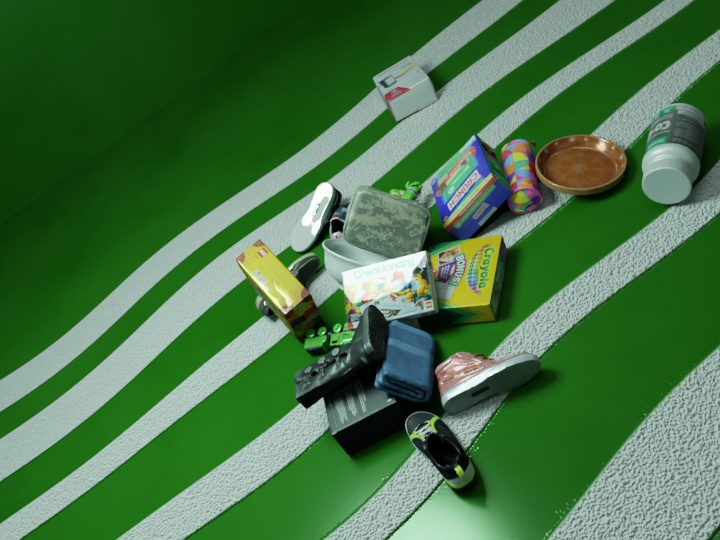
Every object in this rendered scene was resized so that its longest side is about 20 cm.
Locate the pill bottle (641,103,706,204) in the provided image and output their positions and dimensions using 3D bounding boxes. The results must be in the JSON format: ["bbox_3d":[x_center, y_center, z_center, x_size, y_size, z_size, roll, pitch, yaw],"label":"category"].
[{"bbox_3d":[0.643,-0.240,1.521,0.111,0.114,0.202,-2,46,34],"label":"pill bottle"}]

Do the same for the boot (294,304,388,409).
[{"bbox_3d":[-0.040,0.168,1.464,0.199,0.066,0.165,-39,15,21],"label":"boot"}]

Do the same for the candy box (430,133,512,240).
[{"bbox_3d":[0.255,-0.194,1.730,0.169,0.076,0.202,-47,30,26],"label":"candy box"}]

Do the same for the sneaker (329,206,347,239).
[{"bbox_3d":[-0.049,-0.121,1.912,0.069,0.083,0.202,-26,37,9],"label":"sneaker"}]

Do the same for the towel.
[{"bbox_3d":[0.091,0.177,1.441,0.110,0.049,0.201,21,27,-2],"label":"towel"}]

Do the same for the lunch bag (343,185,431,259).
[{"bbox_3d":[0.062,-0.110,1.705,0.196,0.142,0.168,16,11,-2],"label":"lunch bag"}]

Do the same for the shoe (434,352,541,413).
[{"bbox_3d":[0.231,0.182,1.374,0.198,0.072,0.092,-28,42,13],"label":"shoe"}]

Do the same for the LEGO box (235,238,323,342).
[{"bbox_3d":[-0.185,0.047,1.707,0.077,0.150,0.200,-39,63,-12],"label":"LEGO box"}]

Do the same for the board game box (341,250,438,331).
[{"bbox_3d":[0.060,0.045,1.549,0.197,0.035,0.129,-15,71,21],"label":"board game box"}]

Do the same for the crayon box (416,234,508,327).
[{"bbox_3d":[0.216,0.021,1.579,0.170,0.059,0.202,-9,43,28],"label":"crayon box"}]

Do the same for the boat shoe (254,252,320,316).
[{"bbox_3d":[-0.170,0.041,1.833,0.200,0.072,0.066,-41,48,-11],"label":"boat shoe"}]

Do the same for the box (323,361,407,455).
[{"bbox_3d":[0.000,0.242,1.469,0.140,0.079,0.201,-29,36,7],"label":"box"}]

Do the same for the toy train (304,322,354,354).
[{"bbox_3d":[-0.038,0.148,1.638,0.197,0.042,0.057,-12,50,25],"label":"toy train"}]

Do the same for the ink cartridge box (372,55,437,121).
[{"bbox_3d":[0.135,-0.561,2.278,0.146,0.086,0.201,-29,38,4],"label":"ink cartridge box"}]

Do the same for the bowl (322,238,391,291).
[{"bbox_3d":[0.000,0.000,1.701,0.197,0.092,0.201,12,16,-3],"label":"bowl"}]

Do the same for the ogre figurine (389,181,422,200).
[{"bbox_3d":[0.057,-0.154,1.865,0.196,0.100,0.121,-1,33,19],"label":"ogre figurine"}]

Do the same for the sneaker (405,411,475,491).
[{"bbox_3d":[0.137,0.299,1.300,0.071,0.083,0.200,-37,37,-9],"label":"sneaker"}]

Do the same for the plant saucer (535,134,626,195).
[{"bbox_3d":[0.493,-0.234,1.659,0.196,0.033,0.202,-7,43,6],"label":"plant saucer"}]

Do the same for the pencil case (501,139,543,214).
[{"bbox_3d":[0.376,-0.221,1.720,0.087,0.089,0.202,-14,41,22],"label":"pencil case"}]

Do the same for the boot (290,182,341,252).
[{"bbox_3d":[-0.112,-0.135,1.995,0.072,0.090,0.202,31,93,22],"label":"boot"}]
